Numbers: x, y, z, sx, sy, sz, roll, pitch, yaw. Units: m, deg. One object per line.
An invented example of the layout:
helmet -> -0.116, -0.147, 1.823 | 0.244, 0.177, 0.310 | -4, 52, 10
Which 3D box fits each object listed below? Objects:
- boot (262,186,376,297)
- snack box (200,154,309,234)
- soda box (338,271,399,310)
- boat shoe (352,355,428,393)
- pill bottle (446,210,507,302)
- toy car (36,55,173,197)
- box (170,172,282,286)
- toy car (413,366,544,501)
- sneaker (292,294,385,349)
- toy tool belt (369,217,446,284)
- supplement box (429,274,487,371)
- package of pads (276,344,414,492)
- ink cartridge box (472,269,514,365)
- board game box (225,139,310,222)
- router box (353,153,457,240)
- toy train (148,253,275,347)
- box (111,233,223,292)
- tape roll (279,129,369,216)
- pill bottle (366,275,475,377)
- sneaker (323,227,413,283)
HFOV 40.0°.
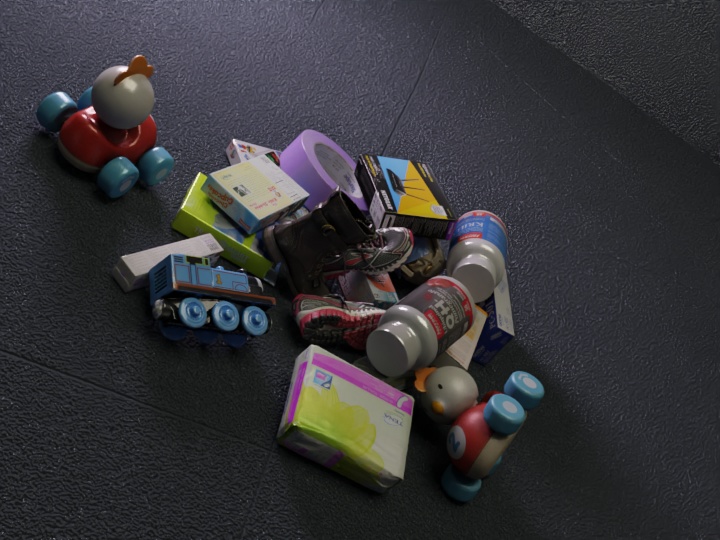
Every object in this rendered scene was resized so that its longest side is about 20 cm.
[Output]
boot -> -0.050, -0.031, 1.626 | 0.201, 0.173, 0.070 | 55, 25, -33
snack box -> -0.178, -0.135, 1.702 | 0.116, 0.037, 0.200 | 42, 27, 7
soda box -> 0.000, 0.000, 1.777 | 0.063, 0.068, 0.201 | 10, 44, -39
boat shoe -> 0.042, 0.175, 1.628 | 0.074, 0.065, 0.201 | 35, 23, 23
pill bottle -> 0.220, -0.024, 1.867 | 0.112, 0.112, 0.200 | 35, 28, -9
toy car -> -0.373, -0.257, 1.563 | 0.184, 0.200, 0.177 | 46, 32, 9
box -> -0.210, -0.069, 1.665 | 0.199, 0.048, 0.122 | 31, 34, -14
toy car -> 0.155, 0.223, 1.583 | 0.199, 0.185, 0.177 | 35, 31, 15
sneaker -> -0.023, 0.075, 1.643 | 0.199, 0.081, 0.075 | 12, 32, -41
toy tool belt -> 0.070, -0.063, 1.883 | 0.122, 0.125, 0.201 | 4, 45, -55
supplement box -> 0.145, 0.112, 1.791 | 0.126, 0.074, 0.200 | 38, 32, -2
package of pads -> -0.018, 0.224, 1.467 | 0.199, 0.068, 0.155 | 29, 46, -18
ink cartridge box -> 0.247, 0.080, 1.917 | 0.044, 0.094, 0.201 | 28, 34, -18
board game box -> -0.165, -0.151, 1.822 | 0.125, 0.035, 0.201 | 11, 42, -39
router box -> 0.082, -0.140, 1.859 | 0.148, 0.051, 0.201 | 6, 36, -21
toy train -> -0.217, 0.044, 1.460 | 0.199, 0.086, 0.115 | 10, 64, -39
box -> -0.293, -0.014, 1.518 | 0.041, 0.039, 0.199 | 48, 33, 13
tape roll -> -0.061, -0.172, 1.890 | 0.200, 0.066, 0.201 | 41, 24, -23
pill bottle -> 0.096, 0.094, 1.608 | 0.111, 0.111, 0.200 | 46, 41, 10
sneaker -> -0.006, -0.034, 1.702 | 0.075, 0.198, 0.081 | 65, 13, -56
